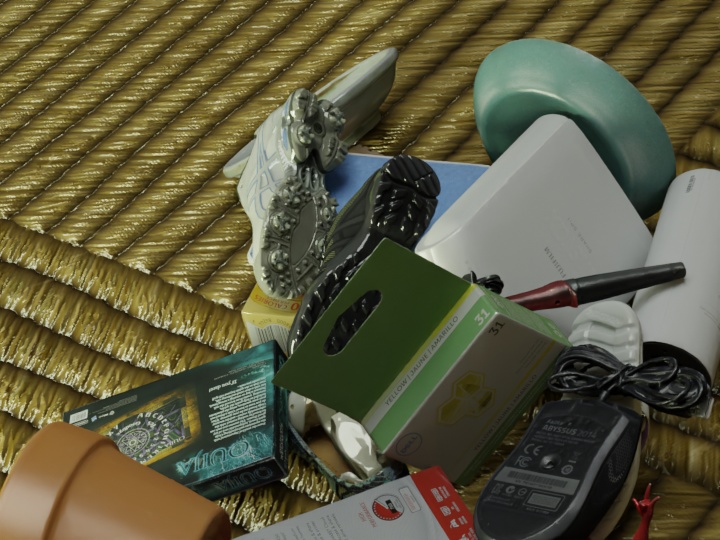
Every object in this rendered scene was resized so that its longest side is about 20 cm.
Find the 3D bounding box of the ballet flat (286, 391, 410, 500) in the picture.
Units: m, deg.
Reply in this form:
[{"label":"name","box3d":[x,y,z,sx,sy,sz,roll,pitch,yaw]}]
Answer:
[{"label":"ballet flat","box3d":[-0.017,0.128,1.653,0.074,0.075,0.200,-29,41,-18]}]

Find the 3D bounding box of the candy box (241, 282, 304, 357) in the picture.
[{"label":"candy box","box3d":[0.012,0.025,1.778,0.199,0.057,0.117,4,42,23]}]

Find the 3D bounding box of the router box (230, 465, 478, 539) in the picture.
[{"label":"router box","box3d":[0.022,0.249,1.466,0.179,0.049,0.200,-18,47,-19]}]

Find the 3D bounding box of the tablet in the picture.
[{"label":"tablet","box3d":[0.009,-0.046,1.794,0.199,0.014,0.131,6,56,26]}]

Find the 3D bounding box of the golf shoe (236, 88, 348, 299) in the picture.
[{"label":"golf shoe","box3d":[-0.068,-0.056,1.793,0.097,0.078,0.201,-23,46,43]}]

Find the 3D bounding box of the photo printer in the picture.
[{"label":"photo printer","box3d":[0.142,-0.007,1.696,0.200,0.167,0.069,-44,16,-33]}]

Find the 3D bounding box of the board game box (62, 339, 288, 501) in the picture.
[{"label":"board game box","box3d":[-0.153,0.140,1.675,0.199,0.028,0.136,-19,40,15]}]

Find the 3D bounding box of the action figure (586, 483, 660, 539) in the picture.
[{"label":"action figure","box3d":[0.194,0.229,1.442,0.065,0.099,0.200,-6,32,-21]}]

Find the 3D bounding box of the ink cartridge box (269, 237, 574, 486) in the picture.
[{"label":"ink cartridge box","box3d":[0.050,0.072,1.557,0.146,0.200,0.048,-52,46,13]}]

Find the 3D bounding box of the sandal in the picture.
[{"label":"sandal","box3d":[0.187,0.123,1.583,0.082,0.050,0.204,1,68,36]}]

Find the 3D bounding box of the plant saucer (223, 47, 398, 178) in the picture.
[{"label":"plant saucer","box3d":[-0.036,-0.134,1.951,0.200,0.050,0.200,-35,9,7]}]

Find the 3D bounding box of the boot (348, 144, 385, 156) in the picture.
[{"label":"boot","box3d":[0.020,-0.040,1.849,0.107,0.075,0.200,-39,36,-24]}]

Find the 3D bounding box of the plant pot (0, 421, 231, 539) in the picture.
[{"label":"plant pot","box3d":[-0.180,0.223,1.501,0.139,0.201,0.201,13,44,11]}]

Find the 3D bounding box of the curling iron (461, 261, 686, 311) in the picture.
[{"label":"curling iron","box3d":[0.158,0.015,1.614,0.199,0.050,0.026,-5,61,-9]}]

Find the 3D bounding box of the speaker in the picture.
[{"label":"speaker","box3d":[0.266,0.014,1.681,0.081,0.081,0.201,4,48,21]}]

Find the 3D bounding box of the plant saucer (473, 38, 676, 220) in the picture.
[{"label":"plant saucer","box3d":[0.174,-0.107,1.774,0.199,0.201,0.036,16,51,32]}]

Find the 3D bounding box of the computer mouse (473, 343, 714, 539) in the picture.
[{"label":"computer mouse","box3d":[0.160,0.144,1.509,0.138,0.053,0.200,12,51,43]}]

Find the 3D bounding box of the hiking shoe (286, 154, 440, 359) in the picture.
[{"label":"hiking shoe","box3d":[0.000,0.000,1.714,0.201,0.075,0.101,-60,10,-5]}]
